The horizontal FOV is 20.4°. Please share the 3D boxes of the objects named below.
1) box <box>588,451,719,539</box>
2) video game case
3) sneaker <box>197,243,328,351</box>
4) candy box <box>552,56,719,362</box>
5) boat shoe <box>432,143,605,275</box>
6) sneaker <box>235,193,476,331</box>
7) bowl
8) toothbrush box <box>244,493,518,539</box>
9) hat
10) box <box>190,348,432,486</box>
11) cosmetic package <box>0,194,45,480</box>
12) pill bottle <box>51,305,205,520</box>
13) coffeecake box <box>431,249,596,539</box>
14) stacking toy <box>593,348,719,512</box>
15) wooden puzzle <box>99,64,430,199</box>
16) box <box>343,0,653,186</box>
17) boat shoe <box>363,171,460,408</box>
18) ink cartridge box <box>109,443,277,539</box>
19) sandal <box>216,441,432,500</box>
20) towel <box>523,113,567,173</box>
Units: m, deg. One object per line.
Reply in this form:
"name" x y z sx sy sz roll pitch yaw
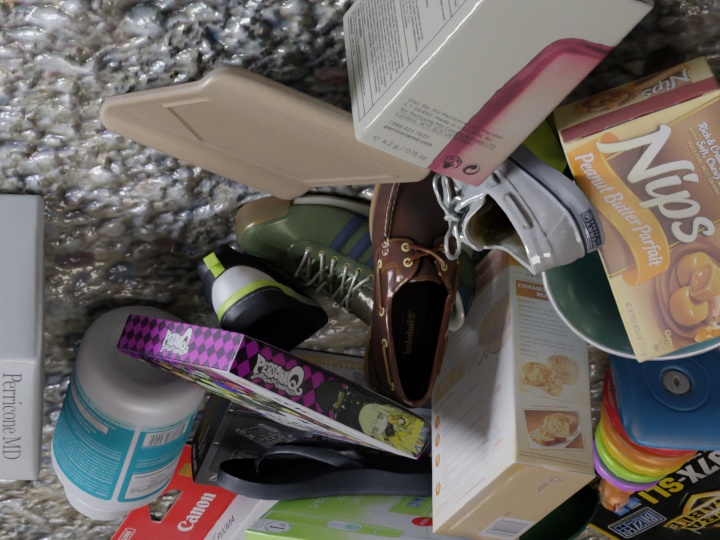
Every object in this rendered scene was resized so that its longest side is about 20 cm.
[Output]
"box" 0.324 0.202 1.899 0.200 0.049 0.159 -34 131 30
"video game case" -0.070 0.088 1.544 0.181 0.036 0.200 27 169 -30
"sneaker" -0.082 0.019 1.612 0.072 0.083 0.200 -36 165 -1
"candy box" 0.222 -0.041 1.431 0.115 0.055 0.200 -19 121 6
"boat shoe" 0.091 -0.043 1.437 0.086 0.202 0.075 -30 123 -11
"sneaker" 0.000 0.000 1.581 0.199 0.090 0.067 9 140 -16
"bowl" 0.227 -0.043 1.524 0.200 0.105 0.201 -3 123 -4
"toothbrush box" 0.020 0.245 1.689 0.199 0.146 0.086 7 106 20
"hat" 0.114 0.167 1.820 0.200 0.165 0.177 -10 110 52
"box" -0.036 0.140 1.780 0.199 0.048 0.159 9 137 -16
"cosmetic package" -0.344 0.051 1.544 0.199 0.165 0.165 1 141 -8
"pill bottle" -0.201 0.129 1.699 0.110 0.111 0.200 8 138 -16
"coffeecake box" 0.118 0.097 1.608 0.073 0.201 0.154 11 149 -19
"stacking toy" 0.248 0.153 1.783 0.109 0.116 0.200 4 143 -12
"wooden puzzle" -0.070 -0.102 1.446 0.185 0.037 0.200 20 166 -28
"box" 0.088 -0.175 1.353 0.109 0.128 0.200 20 135 -28
"boat shoe" 0.044 0.005 1.523 0.070 0.201 0.070 1 -175 -14
"ink cartridge box" -0.129 0.249 1.904 0.176 0.045 0.200 13 137 -23
"sandal" -0.025 0.167 1.733 0.199 0.076 0.043 -2 101 -4
"towel" 0.136 -0.057 1.588 0.086 0.018 0.200 -18 139 13
